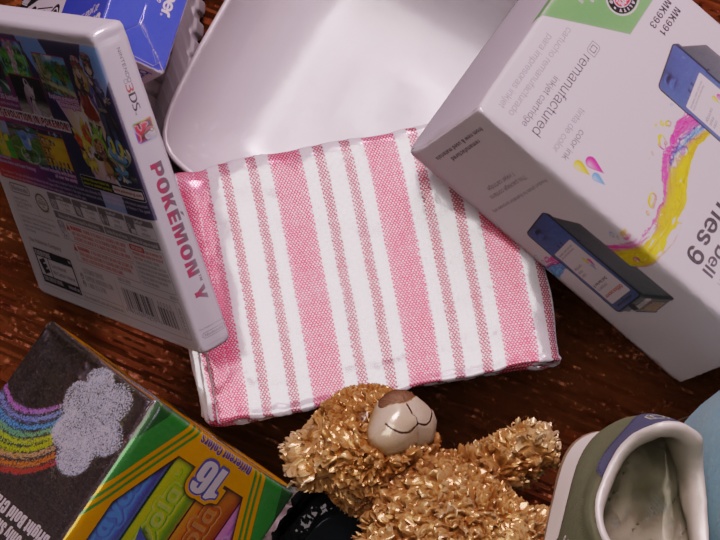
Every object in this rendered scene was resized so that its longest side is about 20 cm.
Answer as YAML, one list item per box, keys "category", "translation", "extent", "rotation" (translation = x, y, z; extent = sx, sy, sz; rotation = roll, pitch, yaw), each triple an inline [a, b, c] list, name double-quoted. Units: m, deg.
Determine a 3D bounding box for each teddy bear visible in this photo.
- category: "teddy bear"
  translation: [0.052, 0.129, 1.035]
  extent: [0.145, 0.067, 0.200]
  rotation: [-19, 65, -17]

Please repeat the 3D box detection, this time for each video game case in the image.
- category: "video game case"
  translation: [-0.154, -0.056, 1.141]
  extent: [0.023, 0.200, 0.182]
  rotation: [-28, 114, -26]

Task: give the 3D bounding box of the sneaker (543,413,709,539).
- category: "sneaker"
  translation: [0.119, 0.157, 0.963]
  extent: [0.067, 0.090, 0.200]
  rotation: [18, 66, -15]

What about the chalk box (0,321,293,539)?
- category: "chalk box"
  translation: [-0.159, 0.155, 1.135]
  extent: [0.125, 0.124, 0.200]
  rotation: [30, 84, 48]

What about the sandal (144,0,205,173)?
- category: "sandal"
  translation: [-0.131, -0.108, 1.236]
  extent: [0.050, 0.082, 0.203]
  rotation: [0, 61, 18]

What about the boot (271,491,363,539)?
- category: "boot"
  translation: [0.020, 0.192, 1.118]
  extent: [0.168, 0.076, 0.200]
  rotation: [31, 76, -12]

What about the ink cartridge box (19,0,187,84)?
- category: "ink cartridge box"
  translation: [-0.152, -0.141, 1.186]
  extent: [0.044, 0.200, 0.094]
  rotation: [23, 74, -23]

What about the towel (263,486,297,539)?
- category: "towel"
  translation: [-0.049, 0.219, 1.173]
  extent: [0.132, 0.034, 0.200]
  rotation: [10, 79, 11]

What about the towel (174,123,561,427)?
- category: "towel"
  translation: [0.000, 0.000, 1.145]
  extent: [0.200, 0.030, 0.147]
  rotation: [-11, 79, 2]

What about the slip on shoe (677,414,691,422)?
- category: "slip on shoe"
  translation: [0.240, 0.096, 1.147]
  extent: [0.200, 0.076, 0.061]
  rotation: [-24, 115, -6]

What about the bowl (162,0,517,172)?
- category: "bowl"
  translation: [0.010, -0.099, 1.214]
  extent: [0.200, 0.075, 0.200]
  rotation: [28, 83, 14]

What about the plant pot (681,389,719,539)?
- category: "plant pot"
  translation: [0.228, 0.120, 1.033]
  extent: [0.135, 0.200, 0.200]
  rotation: [6, 76, 42]

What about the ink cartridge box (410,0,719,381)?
- category: "ink cartridge box"
  translation: [0.152, -0.061, 1.119]
  extent: [0.200, 0.087, 0.145]
  rotation: [41, 64, -10]
